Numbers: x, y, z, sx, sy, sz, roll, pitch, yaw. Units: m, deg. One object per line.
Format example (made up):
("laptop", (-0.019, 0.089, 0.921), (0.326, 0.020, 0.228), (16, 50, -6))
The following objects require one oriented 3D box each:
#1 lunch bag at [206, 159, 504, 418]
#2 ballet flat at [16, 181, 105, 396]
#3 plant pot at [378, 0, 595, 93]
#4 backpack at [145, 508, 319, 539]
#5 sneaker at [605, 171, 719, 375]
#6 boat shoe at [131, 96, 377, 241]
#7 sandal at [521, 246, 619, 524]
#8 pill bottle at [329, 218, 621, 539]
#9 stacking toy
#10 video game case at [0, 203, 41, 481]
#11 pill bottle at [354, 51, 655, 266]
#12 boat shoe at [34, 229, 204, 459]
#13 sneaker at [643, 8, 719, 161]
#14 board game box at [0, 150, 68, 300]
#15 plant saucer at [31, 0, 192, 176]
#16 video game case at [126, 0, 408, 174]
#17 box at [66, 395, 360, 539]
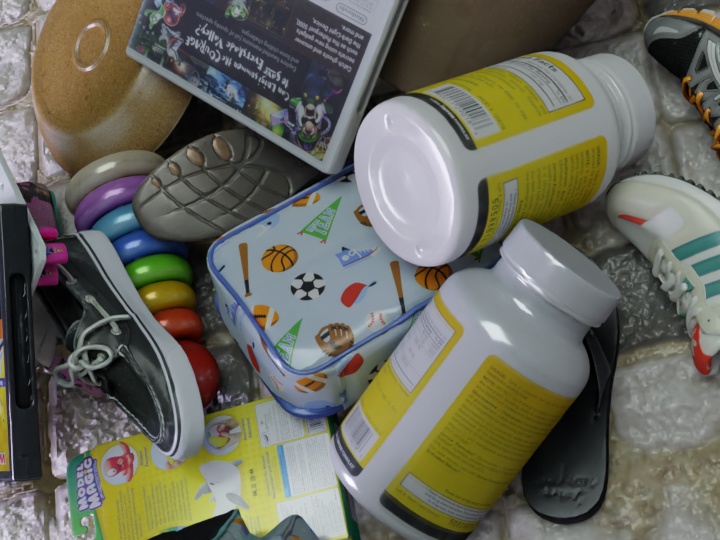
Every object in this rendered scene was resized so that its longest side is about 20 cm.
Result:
("lunch bag", (0.000, 0.000, 1.060), (0.199, 0.076, 0.161), (-28, 53, -16))
("ballet flat", (-0.245, 0.014, 1.143), (0.071, 0.069, 0.201), (-3, 53, -34))
("plant pot", (0.084, -0.206, 1.086), (0.200, 0.200, 0.176), (35, 108, 26))
("backpack", (-0.064, 0.254, 0.922), (0.152, 0.176, 0.202), (-18, 89, -1))
("sneaker", (0.232, 0.013, 1.007), (0.199, 0.070, 0.094), (34, 73, 24))
("boat shoe", (-0.076, -0.073, 1.124), (0.198, 0.073, 0.075), (-25, 88, -15))
("sandal", (0.140, 0.068, 1.025), (0.075, 0.043, 0.202), (-8, 65, 13))
("pill bottle", (0.076, 0.071, 0.970), (0.112, 0.112, 0.201), (44, 106, 28))
("stacking toy", (-0.155, 0.015, 1.124), (0.085, 0.085, 0.202), (-23, 69, 5))
("video game case", (-0.282, 0.056, 1.070), (0.199, 0.025, 0.183), (-9, 83, 52))
("pill bottle", (0.103, -0.083, 1.010), (0.199, 0.112, 0.111), (-21, 56, -33))
("boat shoe", (-0.176, 0.052, 1.045), (0.068, 0.074, 0.200), (-11, 58, -36))
("sneaker", (0.267, -0.110, 1.052), (0.077, 0.078, 0.200), (-48, 61, 2))
("board game box", (-0.283, -0.007, 1.112), (0.201, 0.026, 0.201), (58, 133, 36))
("plant saucer", (-0.201, -0.172, 1.193), (0.199, 0.035, 0.202), (-14, 68, 37))
("video game case", (-0.062, -0.194, 1.059), (0.199, 0.023, 0.183), (31, 110, 24))
("box", (-0.106, 0.163, 1.054), (0.198, 0.048, 0.118), (-15, 63, 7))
